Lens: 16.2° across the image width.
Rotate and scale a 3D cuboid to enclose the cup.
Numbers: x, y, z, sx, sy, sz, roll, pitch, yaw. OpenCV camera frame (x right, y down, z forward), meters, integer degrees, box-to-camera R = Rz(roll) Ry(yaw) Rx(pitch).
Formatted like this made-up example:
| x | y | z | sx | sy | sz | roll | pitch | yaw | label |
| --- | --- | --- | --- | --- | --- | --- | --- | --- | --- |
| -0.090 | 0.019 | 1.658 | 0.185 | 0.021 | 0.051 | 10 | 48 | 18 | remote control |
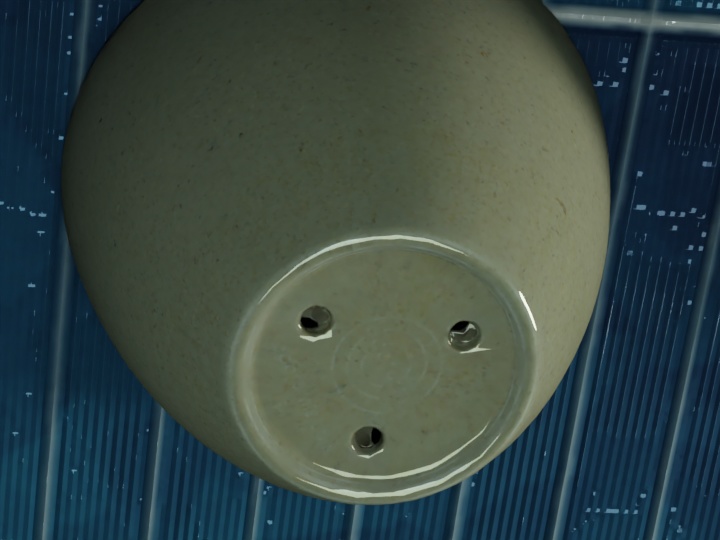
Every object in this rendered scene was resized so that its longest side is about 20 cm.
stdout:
| x | y | z | sx | sy | sz | roll | pitch | yaw | label |
| --- | --- | --- | --- | --- | --- | --- | --- | --- | --- |
| 0.000 | 0.000 | 0.866 | 0.200 | 0.143 | 0.200 | -4 | 118 | -7 | cup |
